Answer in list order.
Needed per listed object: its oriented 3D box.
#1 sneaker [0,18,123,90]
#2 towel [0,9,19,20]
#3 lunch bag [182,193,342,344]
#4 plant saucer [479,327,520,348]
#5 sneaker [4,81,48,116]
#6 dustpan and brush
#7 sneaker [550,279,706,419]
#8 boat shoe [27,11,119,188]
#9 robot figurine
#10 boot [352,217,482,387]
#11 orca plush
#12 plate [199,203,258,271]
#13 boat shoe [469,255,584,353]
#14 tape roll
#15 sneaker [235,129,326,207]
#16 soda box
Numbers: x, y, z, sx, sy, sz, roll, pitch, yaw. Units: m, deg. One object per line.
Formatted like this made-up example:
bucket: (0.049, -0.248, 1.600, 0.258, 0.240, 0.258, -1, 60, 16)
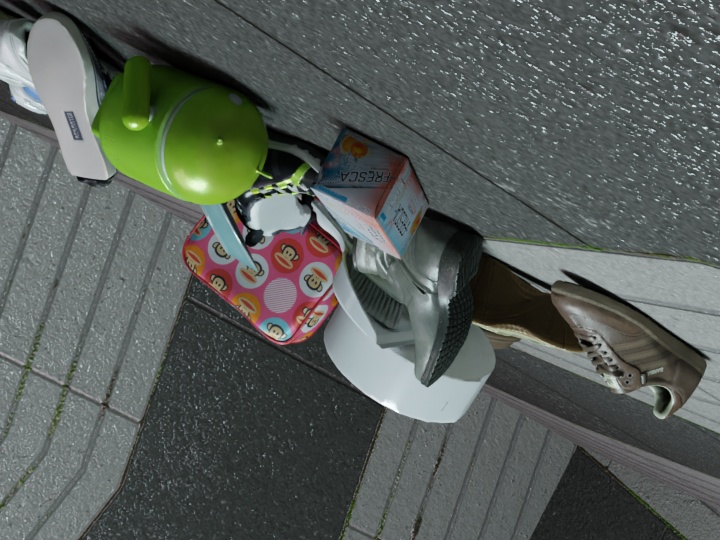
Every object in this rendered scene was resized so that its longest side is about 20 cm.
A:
sneaker: (-0.312, -0.213, 1.612, 0.200, 0.078, 0.099, 22, 164, -34)
towel: (-0.420, -0.276, 1.770, 0.148, 0.037, 0.200, 26, 175, 13)
lunch bag: (-0.104, -0.025, 1.839, 0.200, 0.176, 0.082, 41, -168, 15)
plant saucer: (0.123, 0.062, 1.977, 0.200, 0.029, 0.200, 17, -171, -3)
sneaker: (-0.311, -0.199, 1.727, 0.200, 0.076, 0.077, 15, 157, -39)
dustpan and brush: (0.000, 0.000, 1.710, 0.200, 0.057, 0.140, 43, -159, 21)
sneaker: (0.258, 0.081, 1.459, 0.200, 0.076, 0.070, 30, 175, -24)
boat shoe: (-0.285, -0.194, 1.559, 0.075, 0.093, 0.200, 10, 129, 22)
robot figurine: (-0.170, -0.130, 1.417, 0.200, 0.116, 0.175, 23, 174, 43)
boot: (0.051, 0.016, 1.547, 0.131, 0.200, 0.068, 26, -142, 23)
orca plush: (-0.108, -0.090, 1.700, 0.071, 0.105, 0.200, 37, -161, 15)
plate: (-0.172, -0.082, 1.695, 0.200, 0.026, 0.200, 62, 178, 3)
boat shoe: (0.162, 0.041, 1.595, 0.200, 0.073, 0.063, 26, 172, 12)
tape roll: (0.060, 0.092, 1.777, 0.202, 0.071, 0.202, 25, -155, -12)
sneaker: (-0.090, -0.095, 1.529, 0.200, 0.083, 0.072, 25, 175, 35)
soda box: (0.012, -0.067, 1.369, 0.068, 0.064, 0.200, 27, 174, 12)
